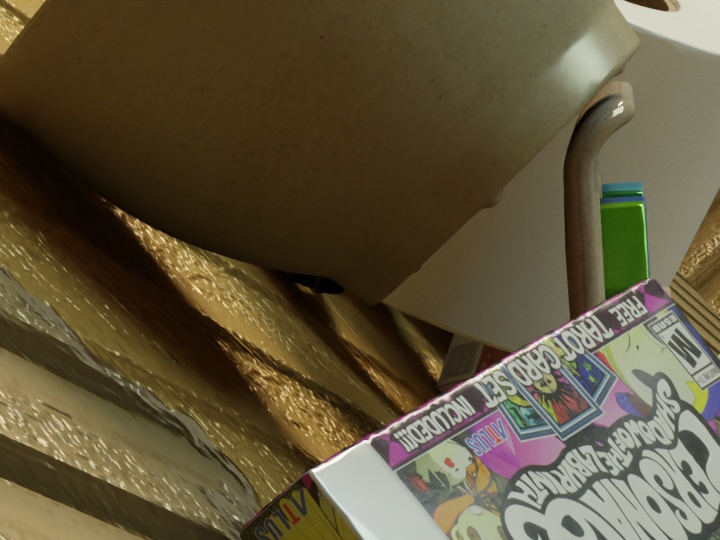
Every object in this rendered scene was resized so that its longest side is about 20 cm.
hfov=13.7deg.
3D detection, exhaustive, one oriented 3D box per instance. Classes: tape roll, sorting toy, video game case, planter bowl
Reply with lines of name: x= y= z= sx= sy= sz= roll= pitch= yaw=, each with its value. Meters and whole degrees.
tape roll: x=0.050 y=-0.069 z=1.195 sx=0.202 sy=0.139 sz=0.203 roll=23 pitch=16 yaw=-7
sorting toy: x=0.086 y=0.039 z=1.002 sx=0.185 sy=0.036 sz=0.200 roll=-49 pitch=140 yaw=-83
video game case: x=0.082 y=0.103 z=0.805 sx=0.181 sy=0.036 sz=0.200 roll=53 pitch=34 yaw=9
planter bowl: x=0.000 y=-0.075 z=0.928 sx=0.135 sy=0.200 sz=0.200 roll=46 pitch=7 yaw=0

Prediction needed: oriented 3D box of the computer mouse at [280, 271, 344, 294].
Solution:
computer mouse: x=0.000 y=0.000 z=1.240 sx=0.059 sy=0.034 sz=0.200 roll=35 pitch=12 yaw=13

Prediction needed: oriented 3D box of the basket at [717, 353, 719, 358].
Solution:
basket: x=0.242 y=0.124 z=1.524 sx=0.176 sy=0.139 sz=0.200 roll=45 pitch=-2 yaw=-30

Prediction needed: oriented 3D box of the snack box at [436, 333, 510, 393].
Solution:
snack box: x=0.111 y=0.079 z=1.316 sx=0.200 sy=0.024 sz=0.072 roll=43 pitch=48 yaw=-30

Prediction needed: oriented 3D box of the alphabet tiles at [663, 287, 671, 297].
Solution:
alphabet tiles: x=0.107 y=0.093 z=1.013 sx=0.200 sy=0.008 sz=0.167 roll=-64 pitch=151 yaw=-80
